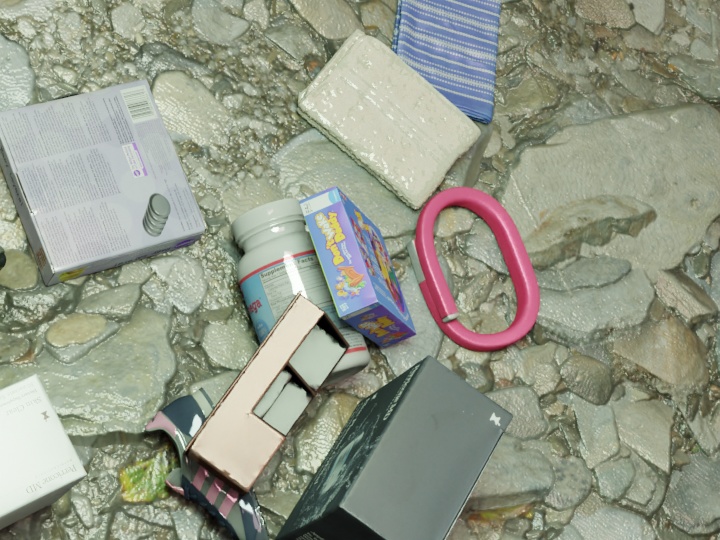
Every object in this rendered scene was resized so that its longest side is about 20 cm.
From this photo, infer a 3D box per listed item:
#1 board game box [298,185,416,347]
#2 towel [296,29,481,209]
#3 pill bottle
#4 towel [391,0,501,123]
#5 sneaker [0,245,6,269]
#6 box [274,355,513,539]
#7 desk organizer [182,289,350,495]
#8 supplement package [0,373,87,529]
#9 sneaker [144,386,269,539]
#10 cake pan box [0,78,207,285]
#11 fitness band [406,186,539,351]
[{"bbox_3d":[0.000,0.000,1.693,0.045,0.200,0.135,-22,73,8],"label":"board game box"},{"bbox_3d":[0.032,-0.181,1.852,0.200,0.034,0.133,41,77,-6],"label":"towel"},{"bbox_3d":[-0.071,0.029,1.701,0.108,0.109,0.201,-15,78,-27],"label":"pill bottle"},{"bbox_3d":[0.109,-0.289,1.945,0.144,0.024,0.201,14,66,-20],"label":"towel"},{"bbox_3d":[-0.416,0.063,1.558,0.114,0.076,0.199,47,63,-4],"label":"sneaker"},{"bbox_3d":[0.033,0.219,1.626,0.117,0.200,0.197,37,61,-7],"label":"box"},{"bbox_3d":[-0.092,0.127,1.584,0.077,0.072,0.200,36,76,0],"label":"desk organizer"},{"bbox_3d":[-0.386,0.204,1.472,0.200,0.156,0.111,-26,84,-29],"label":"supplement package"},{"bbox_3d":[-0.157,0.228,1.625,0.082,0.070,0.200,-24,79,-12],"label":"sneaker"},{"bbox_3d":[-0.288,-0.102,1.687,0.184,0.052,0.200,-19,80,-30],"label":"cake pan box"},{"bbox_3d":[0.136,-0.003,1.846,0.143,0.037,0.201,-14,79,-28],"label":"fitness band"}]
